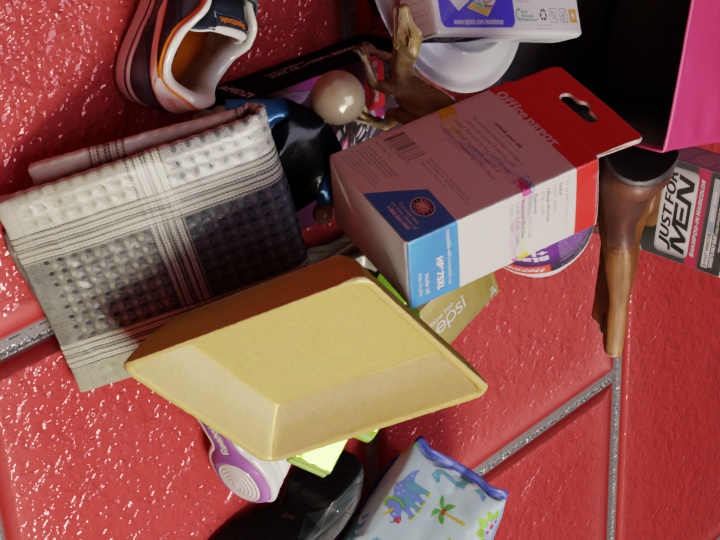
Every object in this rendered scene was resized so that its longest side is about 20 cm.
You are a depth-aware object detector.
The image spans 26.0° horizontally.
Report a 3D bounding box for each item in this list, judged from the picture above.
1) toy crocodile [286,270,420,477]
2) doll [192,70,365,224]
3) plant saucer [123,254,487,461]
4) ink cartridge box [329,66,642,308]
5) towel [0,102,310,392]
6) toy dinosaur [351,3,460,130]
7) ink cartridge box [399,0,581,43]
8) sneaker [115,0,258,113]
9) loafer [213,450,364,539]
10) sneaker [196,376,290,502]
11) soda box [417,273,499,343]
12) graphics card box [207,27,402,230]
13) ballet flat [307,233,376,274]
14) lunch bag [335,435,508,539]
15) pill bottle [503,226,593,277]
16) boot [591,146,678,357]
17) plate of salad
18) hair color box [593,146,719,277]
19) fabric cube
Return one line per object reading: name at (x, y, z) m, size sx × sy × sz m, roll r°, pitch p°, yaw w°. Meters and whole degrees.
toy crocodile at (-0.005, 0.073, 1.267) m, size 0.067 × 0.062 × 0.201 m, roll 20°, pitch 98°, yaw -13°
doll at (-0.076, -0.072, 1.134) m, size 0.200 × 0.049 × 0.136 m, roll -40°, pitch 122°, yaw 12°
plant saucer at (-0.037, 0.060, 1.130) m, size 0.200 × 0.199 × 0.049 m, roll 43°, pitch 34°, yaw -49°
ink cartridge box at (0.091, -0.065, 1.130) m, size 0.199 × 0.116 × 0.067 m, roll -23°, pitch 136°, yaw -18°
towel at (-0.142, -0.015, 1.111) m, size 0.199 × 0.035 × 0.193 m, roll -19°, pitch 131°, yaw -5°
toy dinosaur at (0.047, -0.125, 1.204) m, size 0.058 × 0.101 × 0.200 m, roll -58°, pitch 138°, yaw -16°
ink cartridge box at (0.096, -0.282, 1.245) m, size 0.198 × 0.043 × 0.201 m, roll -9°, pitch 92°, yaw -47°
sneaker at (-0.105, -0.206, 1.089) m, size 0.078 × 0.079 × 0.201 m, roll 6°, pitch 101°, yaw -50°
loafer at (-0.067, 0.242, 1.359) m, size 0.200 × 0.073 × 0.073 m, roll -36°, pitch 137°, yaw -32°
sneaker at (-0.095, 0.095, 1.266) m, size 0.100 × 0.075 × 0.200 m, roll -55°, pitch 146°, yaw -36°
soda box at (0.035, 0.050, 1.382) m, size 0.200 × 0.068 × 0.064 m, roll -46°, pitch 136°, yaw -25°
graphics card box at (-0.034, -0.107, 1.241) m, size 0.200 × 0.051 × 0.126 m, roll -25°, pitch 125°, yaw -39°
ballet flat at (0.000, 0.000, 1.322) m, size 0.200 × 0.062 × 0.068 m, roll -26°, pitch 126°, yaw -40°
lunch bag at (0.044, 0.264, 1.458) m, size 0.170 × 0.127 × 0.200 m, roll -55°, pitch 169°, yaw -15°
pill bottle at (0.154, -0.059, 1.401) m, size 0.112 × 0.111 × 0.200 m, roll -60°, pitch 164°, yaw -8°
boot at (0.229, -0.021, 1.393) m, size 0.188 × 0.068 × 0.201 m, roll -94°, pitch -170°, yaw -74°
plate of salad at (0.065, -0.242, 1.273) m, size 0.200 × 0.048 × 0.201 m, roll 9°, pitch 77°, yaw -46°
hair color box at (0.282, -0.074, 1.502) m, size 0.061 × 0.200 × 0.099 m, roll -17°, pitch 121°, yaw -44°
fabric cube at (0.258, -0.228, 1.401) m, size 0.199 × 0.200 × 0.197 m, roll -13°, pitch 115°, yaw -48°
